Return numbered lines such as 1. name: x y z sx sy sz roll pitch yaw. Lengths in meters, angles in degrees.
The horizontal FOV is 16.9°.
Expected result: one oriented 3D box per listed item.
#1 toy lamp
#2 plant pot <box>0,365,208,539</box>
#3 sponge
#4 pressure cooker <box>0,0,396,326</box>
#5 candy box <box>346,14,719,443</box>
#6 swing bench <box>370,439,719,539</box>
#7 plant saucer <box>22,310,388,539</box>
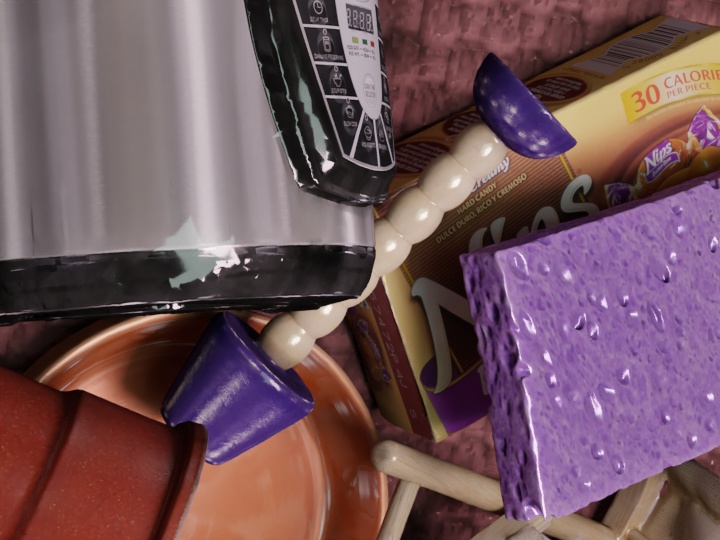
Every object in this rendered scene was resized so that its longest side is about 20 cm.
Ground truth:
1. toy lamp: 0.000 0.000 0.984 0.200 0.058 0.058 -43 119 6
2. plant pot: -0.188 0.098 0.876 0.195 0.201 0.201 29 87 -9
3. sponge: 0.127 0.024 1.025 0.200 0.030 0.112 -18 99 -40
4. pressure cooker: -0.084 -0.081 0.896 0.178 0.176 0.200 -2 87 -26
5. candy box: 0.085 -0.022 1.081 0.200 0.056 0.117 -27 113 -22
6. swing bench: 0.116 0.171 1.038 0.200 0.199 0.130 0 117 -43
7. plant saucer: -0.082 0.110 1.035 0.200 0.032 0.201 -7 105 -28
